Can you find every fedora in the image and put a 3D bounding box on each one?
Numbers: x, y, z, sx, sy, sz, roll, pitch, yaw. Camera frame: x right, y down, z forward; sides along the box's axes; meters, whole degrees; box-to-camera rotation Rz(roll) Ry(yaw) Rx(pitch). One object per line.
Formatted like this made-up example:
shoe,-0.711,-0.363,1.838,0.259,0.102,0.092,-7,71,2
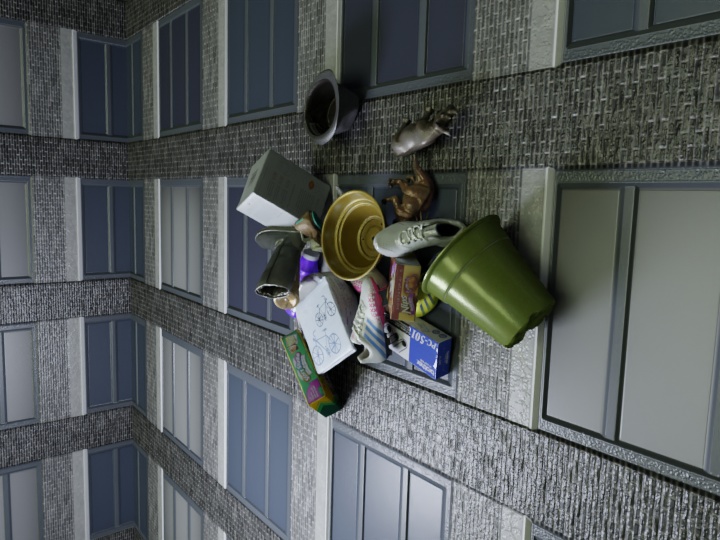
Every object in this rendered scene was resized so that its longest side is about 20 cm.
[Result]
fedora,-0.067,-0.410,1.499,0.200,0.090,0.179,-26,71,56

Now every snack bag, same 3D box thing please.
snack bag,-0.092,0.138,1.460,0.189,0.021,0.201,-43,63,48

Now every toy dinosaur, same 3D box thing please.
toy dinosaur,0.124,-0.145,1.294,0.135,0.085,0.202,27,100,38

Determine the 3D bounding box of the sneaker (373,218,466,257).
sneaker,0.123,-0.077,1.206,0.087,0.198,0.075,61,-163,-83

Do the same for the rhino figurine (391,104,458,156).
rhino figurine,0.138,-0.298,1.249,0.199,0.060,0.088,-13,47,53

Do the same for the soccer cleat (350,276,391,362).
soccer cleat,0.015,0.117,1.324,0.070,0.085,0.202,-131,29,-74

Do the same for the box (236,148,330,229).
box,-0.202,-0.193,1.563,0.106,0.199,0.153,-29,39,48

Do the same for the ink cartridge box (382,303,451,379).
ink cartridge box,0.120,0.155,1.335,0.199,0.044,0.095,30,127,46

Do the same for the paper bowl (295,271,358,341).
paper bowl,-0.079,0.103,1.540,0.200,0.104,0.203,12,106,51

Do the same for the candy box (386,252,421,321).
candy box,0.092,0.028,1.275,0.200,0.056,0.118,-80,-4,-79

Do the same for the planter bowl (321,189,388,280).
planter bowl,0.007,-0.076,1.341,0.199,0.083,0.203,-5,83,44

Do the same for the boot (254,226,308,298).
boot,-0.224,-0.019,1.509,0.180,0.073,0.201,-6,54,32

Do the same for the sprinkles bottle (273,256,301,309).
sprinkles bottle,-0.192,0.009,1.554,0.068,0.068,0.201,-57,25,37

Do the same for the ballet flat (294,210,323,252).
ballet flat,-0.107,-0.084,1.494,0.072,0.200,0.068,-21,62,16

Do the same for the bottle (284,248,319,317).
bottle,-0.164,0.035,1.677,0.083,0.065,0.201,42,124,40

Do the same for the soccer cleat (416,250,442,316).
soccer cleat,0.145,0.029,1.269,0.065,0.083,0.201,58,139,28

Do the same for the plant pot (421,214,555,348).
plant pot,0.249,0.034,1.085,0.190,0.199,0.201,47,128,22

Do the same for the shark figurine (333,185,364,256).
shark figurine,-0.013,-0.122,1.458,0.090,0.127,0.216,97,173,-47

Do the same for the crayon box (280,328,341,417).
crayon box,-0.130,0.278,1.581,0.201,0.058,0.173,62,179,27

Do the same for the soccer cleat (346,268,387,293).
soccer cleat,0.000,0.000,1.432,0.200,0.069,0.087,24,129,63
